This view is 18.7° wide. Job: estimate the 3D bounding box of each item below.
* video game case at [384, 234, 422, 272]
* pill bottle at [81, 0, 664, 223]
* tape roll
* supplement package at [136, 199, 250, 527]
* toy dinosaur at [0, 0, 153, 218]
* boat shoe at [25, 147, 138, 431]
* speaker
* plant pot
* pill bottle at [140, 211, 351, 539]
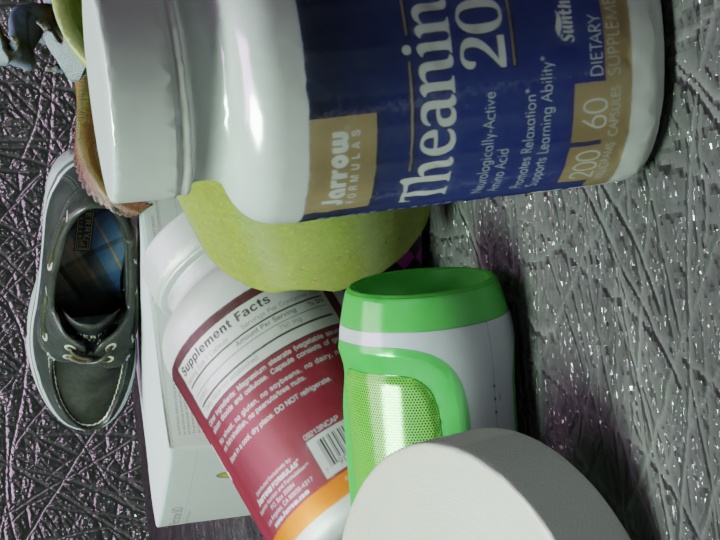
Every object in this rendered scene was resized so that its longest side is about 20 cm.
[{"bbox_3d":[0.000,0.000,1.280,0.182,0.036,0.201,-116,22,-59],"label":"video game case"},{"bbox_3d":[0.002,-0.077,0.802,0.111,0.198,0.112,173,90,-79],"label":"pill bottle"},{"bbox_3d":[0.057,0.167,0.919,0.202,0.037,0.205,22,117,52],"label":"tape roll"},{"bbox_3d":[-0.078,0.055,1.334,0.200,0.110,0.157,109,153,-70],"label":"supplement package"},{"bbox_3d":[-0.152,-0.148,1.166,0.182,0.104,0.201,-56,-44,-63],"label":"toy dinosaur"},{"bbox_3d":[-0.164,0.022,1.303,0.057,0.068,0.201,-107,18,-53],"label":"boat shoe"},{"bbox_3d":[0.037,0.103,1.036,0.088,0.088,0.202,-146,50,-75],"label":"speaker"},{"bbox_3d":[-0.035,-0.092,1.079,0.185,0.199,0.201,78,177,-51],"label":"plant pot"},{"bbox_3d":[-0.034,0.059,1.163,0.201,0.112,0.113,58,159,23],"label":"pill bottle"}]
